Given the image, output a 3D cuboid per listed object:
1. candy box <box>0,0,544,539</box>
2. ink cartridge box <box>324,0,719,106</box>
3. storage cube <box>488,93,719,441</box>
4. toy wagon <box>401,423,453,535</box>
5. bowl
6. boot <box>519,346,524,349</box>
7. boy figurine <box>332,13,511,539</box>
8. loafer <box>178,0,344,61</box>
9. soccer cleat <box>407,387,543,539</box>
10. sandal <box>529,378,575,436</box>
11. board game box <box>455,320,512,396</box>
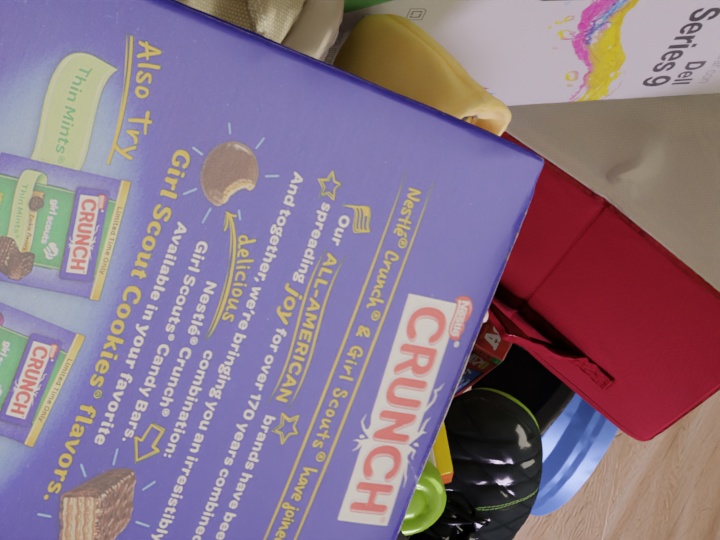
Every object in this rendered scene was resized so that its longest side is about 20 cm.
[{"bbox_3d":[-0.069,0.011,0.615,0.199,0.077,0.170,20,93,-35],"label":"candy box"},{"bbox_3d":[0.073,-0.125,0.767,0.145,0.199,0.088,121,-39,-63],"label":"ink cartridge box"},{"bbox_3d":[0.125,-0.063,0.944,0.200,0.171,0.180,-51,177,-17],"label":"storage cube"},{"bbox_3d":[0.000,0.000,0.892,0.155,0.039,0.201,-105,-177,-56],"label":"toy wagon"},{"bbox_3d":[0.114,0.038,1.288,0.201,0.039,0.202,-160,-90,-78],"label":"bowl"},{"bbox_3d":[0.112,-0.030,1.184,0.200,0.070,0.147,-116,-140,-69],"label":"boot"},{"bbox_3d":[0.005,0.011,0.764,0.124,0.064,0.201,-13,127,-46],"label":"boy figurine"},{"bbox_3d":[-0.088,-0.030,0.686,0.068,0.076,0.200,41,80,-28],"label":"loafer"},{"bbox_3d":[0.030,0.139,1.069,0.201,0.067,0.081,-63,-179,38],"label":"soccer cleat"},{"bbox_3d":[0.029,0.111,1.172,0.200,0.045,0.075,-38,176,3],"label":"sandal"},{"bbox_3d":[0.058,0.021,1.145,0.103,0.019,0.200,-61,-176,-20],"label":"board game box"}]
